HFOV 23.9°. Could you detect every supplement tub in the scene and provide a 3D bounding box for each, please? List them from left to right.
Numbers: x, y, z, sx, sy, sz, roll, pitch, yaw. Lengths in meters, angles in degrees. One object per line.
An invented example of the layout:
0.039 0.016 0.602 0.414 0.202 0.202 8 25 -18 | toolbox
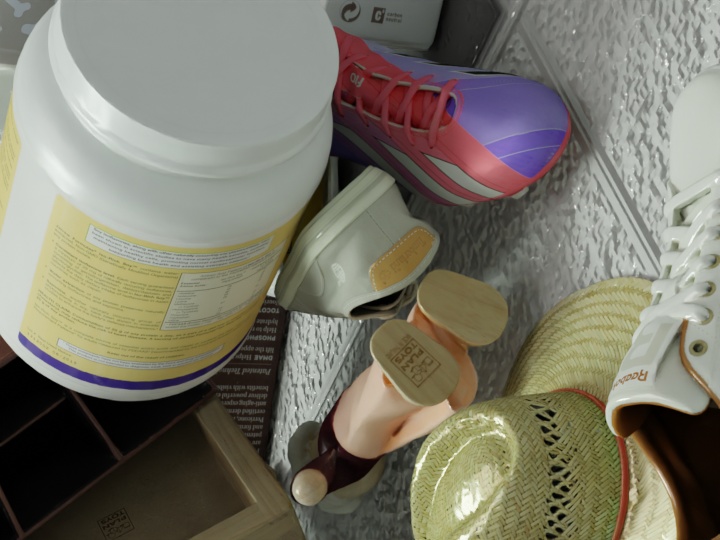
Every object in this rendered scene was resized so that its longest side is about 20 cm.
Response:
-0.096 -0.046 0.794 0.200 0.144 0.146 119 144 -51 | supplement tub

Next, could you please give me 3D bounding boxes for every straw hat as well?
0.068 0.094 0.707 0.201 0.085 0.203 -11 77 63 | straw hat

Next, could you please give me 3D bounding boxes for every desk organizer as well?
-0.175 0.078 0.859 0.077 0.200 0.072 25 143 43 | desk organizer

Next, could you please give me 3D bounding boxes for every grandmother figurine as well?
0.007 0.074 0.841 0.061 0.121 0.200 48 153 9 | grandmother figurine

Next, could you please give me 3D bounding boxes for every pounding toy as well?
-0.110 0.152 0.913 0.200 0.183 0.143 46 158 53 | pounding toy

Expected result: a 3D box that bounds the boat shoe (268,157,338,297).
-0.036 -0.082 0.954 0.086 0.074 0.204 -166 77 -64 | boat shoe

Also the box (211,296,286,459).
-0.100 0.053 1.072 0.100 0.074 0.201 31 113 60 | box

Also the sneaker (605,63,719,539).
0.126 0.014 0.600 0.073 0.084 0.201 138 131 -57 | sneaker

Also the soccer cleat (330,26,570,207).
0.013 -0.079 0.805 0.199 0.076 0.067 19 79 49 | soccer cleat

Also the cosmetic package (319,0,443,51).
0.011 -0.226 0.877 0.102 0.074 0.201 44 125 55 | cosmetic package

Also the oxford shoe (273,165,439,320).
0.000 0.000 0.845 0.058 0.075 0.200 45 170 2 | oxford shoe

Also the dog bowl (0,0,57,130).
-0.172 -0.112 1.005 0.200 0.199 0.059 -18 61 62 | dog bowl
